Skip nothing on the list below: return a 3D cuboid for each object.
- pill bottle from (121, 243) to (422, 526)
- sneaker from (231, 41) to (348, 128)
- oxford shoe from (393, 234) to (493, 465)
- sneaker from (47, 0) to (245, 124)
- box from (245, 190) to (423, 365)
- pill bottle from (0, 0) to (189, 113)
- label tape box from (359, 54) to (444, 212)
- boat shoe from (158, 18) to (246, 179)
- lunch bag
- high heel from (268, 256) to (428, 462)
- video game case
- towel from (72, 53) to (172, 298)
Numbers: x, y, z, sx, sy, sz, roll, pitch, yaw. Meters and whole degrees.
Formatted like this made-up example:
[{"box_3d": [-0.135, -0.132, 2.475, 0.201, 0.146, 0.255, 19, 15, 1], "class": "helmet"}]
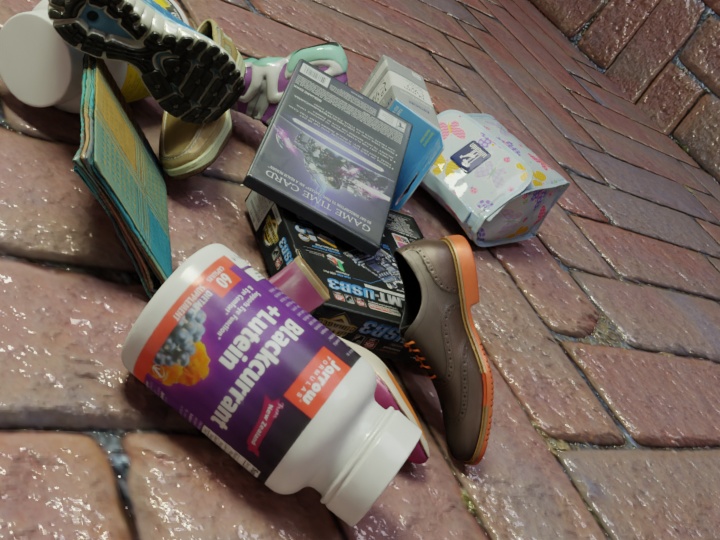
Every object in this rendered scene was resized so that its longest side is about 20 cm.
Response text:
[{"box_3d": [-0.059, 0.083, 0.657, 0.199, 0.112, 0.111, 38, 26, 4], "class": "pill bottle"}, {"box_3d": [-0.102, -0.170, 1.055, 0.078, 0.197, 0.142, -42, 124, -64], "class": "sneaker"}, {"box_3d": [0.068, 0.072, 0.826, 0.072, 0.071, 0.203, -5, 81, -20], "class": "oxford shoe"}, {"box_3d": [-0.181, -0.209, 0.826, 0.199, 0.078, 0.090, 34, 23, -41], "class": "sneaker"}, {"box_3d": [0.000, 0.000, 0.922, 0.198, 0.050, 0.200, 15, 35, -34], "class": "box"}, {"box_3d": [-0.255, -0.214, 0.908, 0.111, 0.112, 0.200, 38, 27, 4], "class": "pill bottle"}, {"box_3d": [0.024, -0.146, 1.101, 0.066, 0.144, 0.201, 26, 27, -19], "class": "label tape box"}, {"box_3d": [-0.166, -0.176, 0.923, 0.202, 0.071, 0.077, -87, 161, -45], "class": "boat shoe"}, {"box_3d": [0.162, -0.126, 1.266, 0.199, 0.128, 0.170, -11, 50, -48], "class": "lunch bag"}, {"box_3d": [-0.030, 0.094, 0.759, 0.201, 0.096, 0.067, 53, 2, -12], "class": "high heel"}, {"box_3d": [-0.026, -0.118, 0.936, 0.142, 0.019, 0.201, 28, 45, -12], "class": "video game case"}, {"box_3d": [-0.196, -0.083, 0.782, 0.201, 0.021, 0.148, -110, 178, -52], "class": "towel"}]
